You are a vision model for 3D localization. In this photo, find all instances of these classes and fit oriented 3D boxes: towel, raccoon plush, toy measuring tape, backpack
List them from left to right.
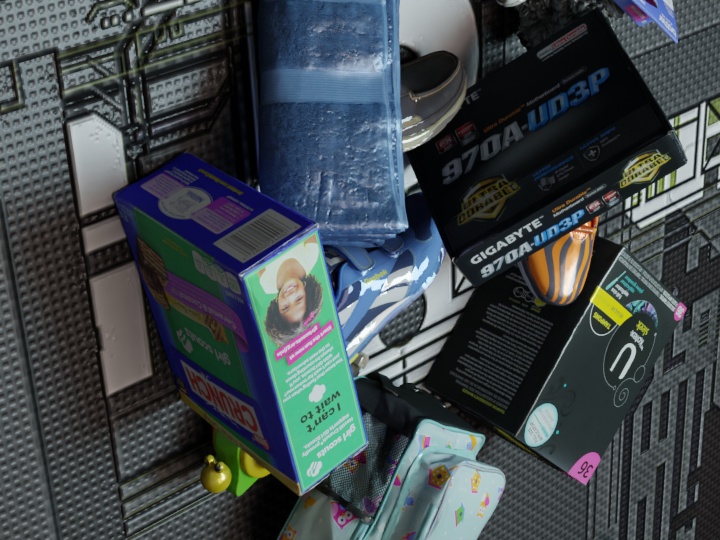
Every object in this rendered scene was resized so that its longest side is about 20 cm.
[{"bbox_3d":[-0.063,0.109,1.187,0.200,0.073,0.074,-42,134,-34],"label":"toy measuring tape"},{"bbox_3d":[-0.022,-0.120,1.063,0.110,0.048,0.203,1,85,-20],"label":"towel"},{"bbox_3d":[0.022,0.213,1.250,0.201,0.153,0.176,-56,155,5],"label":"backpack"},{"bbox_3d":[0.165,-0.280,1.240,0.135,0.096,0.201,57,37,-29],"label":"raccoon plush"}]

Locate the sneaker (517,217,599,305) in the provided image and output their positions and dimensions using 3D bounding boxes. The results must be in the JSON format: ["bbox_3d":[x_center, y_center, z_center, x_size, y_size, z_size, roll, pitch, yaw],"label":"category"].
[{"bbox_3d":[0.188,-0.071,1.219,0.077,0.112,0.203,3,87,-25],"label":"sneaker"}]

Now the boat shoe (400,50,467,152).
[{"bbox_3d":[0.008,-0.131,1.134,0.199,0.074,0.074,-36,130,-29],"label":"boat shoe"}]

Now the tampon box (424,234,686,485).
[{"bbox_3d":[0.187,0.073,1.365,0.150,0.126,0.201,34,84,-46],"label":"tampon box"}]

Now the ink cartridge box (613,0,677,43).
[{"bbox_3d":[0.216,-0.294,1.207,0.119,0.042,0.202,29,49,-46],"label":"ink cartridge box"}]

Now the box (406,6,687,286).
[{"bbox_3d":[0.143,-0.101,1.160,0.199,0.160,0.046,-30,138,13],"label":"box"}]

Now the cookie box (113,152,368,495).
[{"bbox_3d":[-0.086,0.038,1.051,0.075,0.171,0.202,-32,128,-26],"label":"cookie box"}]

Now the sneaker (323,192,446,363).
[{"bbox_3d":[0.000,0.000,1.189,0.200,0.074,0.083,-49,131,-19],"label":"sneaker"}]
